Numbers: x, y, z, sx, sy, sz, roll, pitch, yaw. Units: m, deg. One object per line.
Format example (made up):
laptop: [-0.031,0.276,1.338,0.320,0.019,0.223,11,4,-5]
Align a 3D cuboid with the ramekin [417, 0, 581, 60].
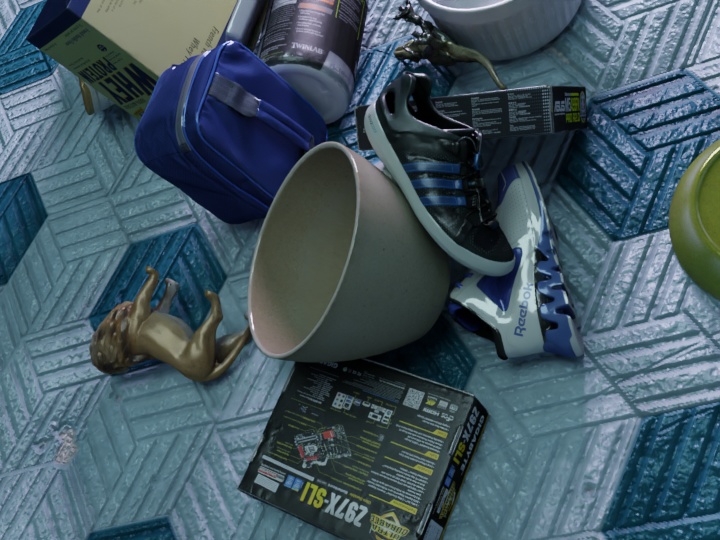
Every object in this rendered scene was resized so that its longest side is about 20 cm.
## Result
ramekin: [0.158,-0.331,1.055,0.196,0.105,0.204,-12,57,20]

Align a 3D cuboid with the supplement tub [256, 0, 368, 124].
supplement tub: [-0.055,-0.286,1.125,0.120,0.123,0.204,-3,60,24]

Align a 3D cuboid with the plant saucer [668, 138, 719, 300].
plant saucer: [0.373,-0.058,0.836,0.196,0.031,0.204,-13,58,21]

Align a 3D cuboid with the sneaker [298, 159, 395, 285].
sneaker: [-0.012,-0.032,1.001,0.201,0.072,0.073,-50,12,3]

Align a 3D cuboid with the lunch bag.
lunch bag: [-0.128,-0.142,1.038,0.131,0.199,0.138,-6,59,44]

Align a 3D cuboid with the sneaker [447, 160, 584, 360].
sneaker: [0.133,-0.002,0.892,0.113,0.081,0.203,-16,58,15]

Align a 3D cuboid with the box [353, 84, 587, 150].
box: [0.114,-0.153,0.944,0.196,0.160,0.045,-2,98,26]

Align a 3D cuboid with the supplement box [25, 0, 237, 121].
supplement box: [-0.268,-0.322,1.182,0.133,0.199,0.203,-7,56,50]

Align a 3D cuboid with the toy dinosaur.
toy dinosaur: [0.082,-0.246,1.027,0.048,0.088,0.200,-55,35,3]

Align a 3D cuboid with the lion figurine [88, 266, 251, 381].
lion figurine: [-0.203,0.075,1.024,0.197,0.072,0.125,17,78,28]

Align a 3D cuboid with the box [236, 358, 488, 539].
box: [0.001,0.168,0.881,0.197,0.049,0.162,14,72,32]

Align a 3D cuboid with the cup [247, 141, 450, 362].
cup: [0.000,0.000,0.891,0.200,0.141,0.204,-35,46,46]

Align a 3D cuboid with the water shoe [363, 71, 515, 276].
water shoe: [0.079,-0.087,0.837,0.201,0.071,0.079,52,125,11]

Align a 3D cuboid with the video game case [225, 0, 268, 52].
video game case: [-0.119,-0.345,1.150,0.022,0.182,0.204,21,83,-5]

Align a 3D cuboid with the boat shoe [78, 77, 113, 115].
boat shoe: [-0.359,-0.284,1.317,0.068,0.072,0.202,-12,45,-12]
